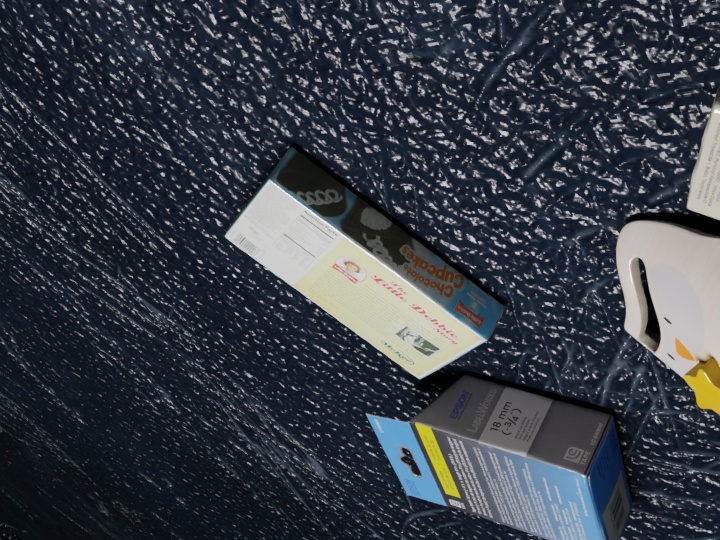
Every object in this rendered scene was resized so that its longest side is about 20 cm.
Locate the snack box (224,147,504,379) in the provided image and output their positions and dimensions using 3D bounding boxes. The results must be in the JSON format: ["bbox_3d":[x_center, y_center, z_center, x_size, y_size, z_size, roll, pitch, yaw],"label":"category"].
[{"bbox_3d":[0.000,0.000,0.884,0.199,0.037,0.116,37,151,-8],"label":"snack box"}]

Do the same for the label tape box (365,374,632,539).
[{"bbox_3d":[0.120,0.159,0.984,0.198,0.064,0.145,13,146,30],"label":"label tape box"}]

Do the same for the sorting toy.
[{"bbox_3d":[0.234,0.047,0.704,0.180,0.107,0.201,34,157,38],"label":"sorting toy"}]

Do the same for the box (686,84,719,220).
[{"bbox_3d":[0.262,-0.044,0.541,0.198,0.069,0.082,22,150,16],"label":"box"}]
